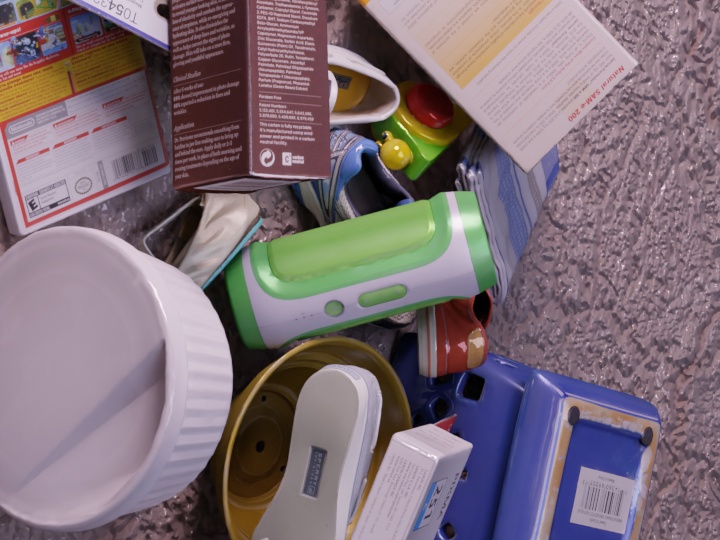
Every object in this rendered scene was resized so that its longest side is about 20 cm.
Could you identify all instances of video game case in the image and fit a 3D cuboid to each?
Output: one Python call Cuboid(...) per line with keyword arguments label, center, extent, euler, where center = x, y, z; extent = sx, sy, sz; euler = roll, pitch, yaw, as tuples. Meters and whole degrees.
Cuboid(label="video game case", center=(-0.212, -0.142, 1.361), extent=(0.143, 0.017, 0.201), euler=(-27, 114, -39))

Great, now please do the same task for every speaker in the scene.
Cuboid(label="speaker", center=(0.000, 0.000, 1.474), extent=(0.199, 0.089, 0.089), euler=(-15, 112, 3))

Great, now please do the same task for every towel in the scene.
Cuboid(label="towel", center=(0.132, -0.084, 1.658), extent=(0.200, 0.024, 0.148), euler=(-61, 144, -46))

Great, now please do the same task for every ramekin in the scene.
Cuboid(label="ramekin", center=(-0.176, 0.076, 1.311), extent=(0.094, 0.201, 0.204), euler=(11, 88, -56))

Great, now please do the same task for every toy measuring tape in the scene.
Cuboid(label="toy measuring tape", center=(0.060, -0.136, 1.614), extent=(0.200, 0.073, 0.074), euler=(-44, 126, -52))

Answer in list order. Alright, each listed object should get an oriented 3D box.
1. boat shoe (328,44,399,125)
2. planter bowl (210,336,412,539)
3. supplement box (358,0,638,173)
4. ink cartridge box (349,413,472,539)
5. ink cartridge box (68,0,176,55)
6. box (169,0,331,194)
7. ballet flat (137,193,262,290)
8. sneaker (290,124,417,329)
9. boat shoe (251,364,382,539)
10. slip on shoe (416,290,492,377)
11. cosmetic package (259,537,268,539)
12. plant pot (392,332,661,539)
Cuboid(label="boat shoe", center=(-0.048, -0.143, 1.480), extent=(0.199, 0.070, 0.071), euler=(6, 108, -47))
Cuboid(label="planter bowl", center=(-0.056, 0.145, 1.510), extent=(0.200, 0.083, 0.202), euler=(-10, 104, -42))
Cuboid(label="supplement box", center=(0.106, -0.194, 1.534), extent=(0.126, 0.074, 0.200), euler=(-43, 100, 8))
Cuboid(label="ink cartridge box", center=(0.031, 0.216, 1.500), extent=(0.201, 0.045, 0.176), euler=(-68, 163, 9))
Cuboid(label="ink cartridge box", center=(-0.117, -0.242, 1.389), extent=(0.196, 0.043, 0.201), euler=(26, 71, -33))
Cuboid(label="box", center=(-0.078, -0.157, 1.324), extent=(0.075, 0.100, 0.201), euler=(0, 87, -38))
Cuboid(label="ballet flat", center=(-0.149, 0.012, 1.423), extent=(0.200, 0.069, 0.070), euler=(-56, 130, -26))
Cuboid(label="sneaker", center=(0.009, -0.028, 1.551), extent=(0.077, 0.085, 0.201), euler=(-47, 128, -30))
Cuboid(label="boat shoe", center=(-0.025, 0.167, 1.435), extent=(0.071, 0.070, 0.202), euler=(-2, 109, -63))
Cuboid(label="slip on shoe", center=(0.078, 0.030, 1.588), extent=(0.200, 0.061, 0.075), euler=(-83, 171, -67))
Cuboid(label="cosmetic package", center=(-0.145, 0.273, 1.359), extent=(0.199, 0.103, 0.088), euler=(-17, 112, -2))
Cuboid(label="plant pot", center=(0.136, 0.175, 1.643), extent=(0.199, 0.179, 0.201), euler=(18, 82, -45))
